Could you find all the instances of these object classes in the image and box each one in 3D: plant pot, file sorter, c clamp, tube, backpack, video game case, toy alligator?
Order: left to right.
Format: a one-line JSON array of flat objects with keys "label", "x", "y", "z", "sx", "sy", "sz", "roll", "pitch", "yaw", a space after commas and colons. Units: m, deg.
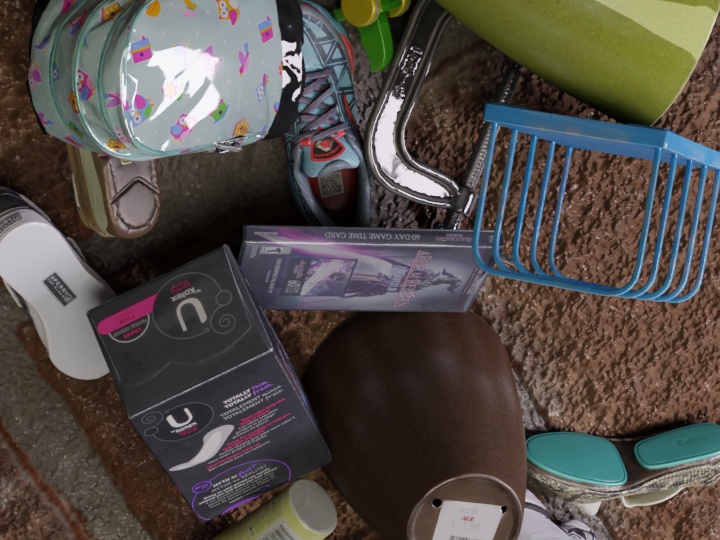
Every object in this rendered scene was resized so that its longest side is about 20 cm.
[{"label": "backpack", "x": -0.133, "y": -0.152, "z": 1.453, "sx": 0.199, "sy": 0.126, "sz": 0.169, "roll": -17, "pitch": 106, "yaw": -42}, {"label": "tube", "x": -0.099, "y": 0.239, "z": 1.705, "sx": 0.052, "sy": 0.058, "sz": 0.200, "roll": 34, "pitch": 126, "yaw": -23}, {"label": "video game case", "x": 0.000, "y": 0.000, "z": 1.613, "sx": 0.198, "sy": 0.019, "sz": 0.143, "roll": 2, "pitch": 158, "yaw": -9}, {"label": "toy alligator", "x": 0.005, "y": -0.248, "z": 1.534, "sx": 0.054, "sy": 0.059, "sz": 0.202, "roll": 15, "pitch": 113, "yaw": 27}, {"label": "plant pot", "x": 0.059, "y": 0.151, "z": 1.659, "sx": 0.185, "sy": 0.200, "sz": 0.188, "roll": -6, "pitch": 118, "yaw": -11}, {"label": "c clamp", "x": 0.082, "y": -0.118, "z": 1.599, "sx": 0.170, "sy": 0.027, "sz": 0.202, "roll": 16, "pitch": 93, "yaw": -30}, {"label": "plant pot", "x": 0.143, "y": -0.224, "z": 1.515, "sx": 0.198, "sy": 0.187, "sz": 0.188, "roll": 18, "pitch": 111, "yaw": -12}, {"label": "file sorter", "x": 0.179, "y": -0.046, "z": 1.551, "sx": 0.138, "sy": 0.200, "sz": 0.124, "roll": 11, "pitch": 93, "yaw": 23}]

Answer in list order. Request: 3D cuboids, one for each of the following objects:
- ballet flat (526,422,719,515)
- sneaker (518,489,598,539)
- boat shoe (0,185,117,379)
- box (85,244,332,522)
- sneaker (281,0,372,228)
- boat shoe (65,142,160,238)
[{"label": "ballet flat", "x": 0.227, "y": 0.177, "z": 1.794, "sx": 0.198, "sy": 0.068, "sz": 0.076, "roll": -4, "pitch": 133, "yaw": -14}, {"label": "sneaker", "x": 0.172, "y": 0.265, "z": 1.770, "sx": 0.075, "sy": 0.115, "sz": 0.200, "roll": -40, "pitch": 139, "yaw": 9}, {"label": "boat shoe", "x": -0.238, "y": 0.008, "z": 1.594, "sx": 0.072, "sy": 0.068, "sz": 0.200, "roll": -36, "pitch": 141, "yaw": -3}, {"label": "box", "x": -0.113, "y": 0.090, "z": 1.596, "sx": 0.121, "sy": 0.107, "sz": 0.200, "roll": -25, "pitch": 149, "yaw": -2}, {"label": "sneaker", "x": -0.026, "y": -0.111, "z": 1.566, "sx": 0.079, "sy": 0.096, "sz": 0.201, "roll": -20, "pitch": 119, "yaw": -3}, {"label": "boat shoe", "x": -0.198, "y": -0.125, "z": 1.534, "sx": 0.071, "sy": 0.076, "sz": 0.202, "roll": -8, "pitch": 100, "yaw": -44}]
